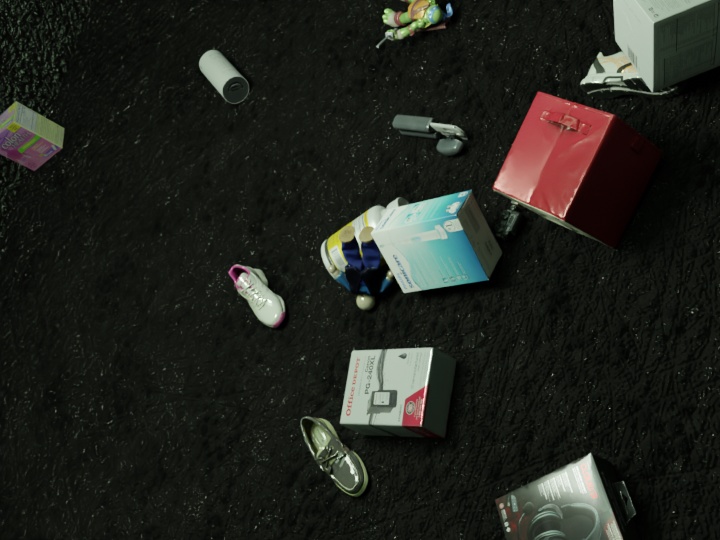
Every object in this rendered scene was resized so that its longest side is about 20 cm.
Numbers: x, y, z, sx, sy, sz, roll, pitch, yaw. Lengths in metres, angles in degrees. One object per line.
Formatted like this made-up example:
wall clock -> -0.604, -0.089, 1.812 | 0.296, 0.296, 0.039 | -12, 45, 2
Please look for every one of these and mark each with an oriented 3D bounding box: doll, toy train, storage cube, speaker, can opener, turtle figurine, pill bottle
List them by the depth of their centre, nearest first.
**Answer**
storage cube -> 0.363, -0.166, 1.429 | 0.170, 0.199, 0.182 | 32, 98, 46
toy train -> 0.307, -0.148, 1.584 | 0.046, 0.034, 0.202 | 21, 85, 43
doll -> 0.000, 0.000, 1.695 | 0.134, 0.202, 0.049 | 1, 44, 12
pill bottle -> 0.024, -0.062, 1.747 | 0.199, 0.111, 0.112 | -33, 50, 26
can opener -> 0.141, -0.284, 1.794 | 0.199, 0.053, 0.068 | 17, 80, 47
turtle figurine -> 0.092, -0.597, 1.917 | 0.197, 0.146, 0.194 | -16, 24, -13
speaker -> -0.383, -0.544, 2.395 | 0.081, 0.081, 0.200 | -51, 45, 10

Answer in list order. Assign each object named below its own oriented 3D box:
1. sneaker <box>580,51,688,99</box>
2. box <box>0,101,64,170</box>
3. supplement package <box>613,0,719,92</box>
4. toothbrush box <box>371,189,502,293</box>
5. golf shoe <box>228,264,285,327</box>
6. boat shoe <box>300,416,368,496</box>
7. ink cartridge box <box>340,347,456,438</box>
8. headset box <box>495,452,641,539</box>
sneaker -> 0.482, -0.350, 1.498 | 0.199, 0.073, 0.081 | 15, 77, 45
box -> -1.180, -0.469, 3.011 | 0.175, 0.199, 0.098 | -27, 52, 29
supplement package -> 0.533, -0.423, 1.383 | 0.198, 0.151, 0.153 | -21, 52, 4
toothbrush box -> 0.141, -0.050, 1.594 | 0.198, 0.147, 0.086 | -12, 30, 39
golf shoe -> -0.239, 0.057, 1.946 | 0.076, 0.091, 0.200 | -51, 46, 8
boat shoe -> -0.059, 0.354, 1.642 | 0.072, 0.066, 0.201 | -52, 44, 8
ink cartridge box -> 0.066, 0.226, 1.579 | 0.198, 0.083, 0.147 | -7, 65, 40
headset box -> 0.317, 0.379, 1.273 | 0.199, 0.077, 0.150 | -34, 49, 27
